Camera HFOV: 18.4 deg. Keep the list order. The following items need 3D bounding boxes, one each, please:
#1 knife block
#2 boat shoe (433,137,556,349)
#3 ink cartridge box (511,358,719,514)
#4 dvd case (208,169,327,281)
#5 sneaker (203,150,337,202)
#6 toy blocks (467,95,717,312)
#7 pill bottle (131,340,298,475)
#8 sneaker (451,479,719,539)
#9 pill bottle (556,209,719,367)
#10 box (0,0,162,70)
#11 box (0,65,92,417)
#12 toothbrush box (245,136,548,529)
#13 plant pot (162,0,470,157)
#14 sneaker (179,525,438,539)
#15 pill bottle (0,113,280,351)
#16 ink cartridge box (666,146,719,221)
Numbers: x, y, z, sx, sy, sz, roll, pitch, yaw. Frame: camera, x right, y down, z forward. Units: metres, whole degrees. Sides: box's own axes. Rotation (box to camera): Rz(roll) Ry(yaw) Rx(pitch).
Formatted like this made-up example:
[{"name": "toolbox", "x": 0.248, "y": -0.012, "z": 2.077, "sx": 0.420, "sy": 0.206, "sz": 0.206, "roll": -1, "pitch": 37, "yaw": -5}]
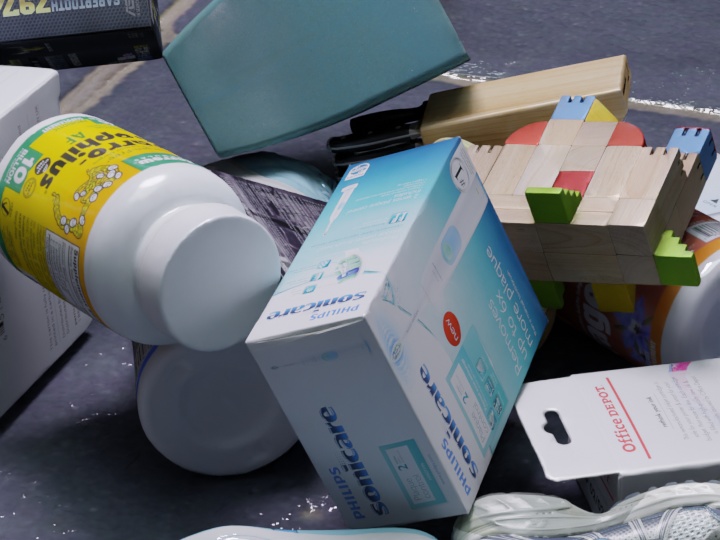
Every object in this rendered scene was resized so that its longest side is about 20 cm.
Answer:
[{"name": "knife block", "x": 0.082, "y": -0.105, "z": 1.651, "sx": 0.175, "sy": 0.200, "sz": 0.064, "roll": 29, "pitch": 31, "yaw": -8}, {"name": "boat shoe", "x": 0.071, "y": -0.022, "z": 1.540, "sx": 0.063, "sy": 0.073, "sz": 0.201, "roll": 5, "pitch": 42, "yaw": -28}, {"name": "ink cartridge box", "x": 0.197, "y": 0.114, "z": 1.367, "sx": 0.199, "sy": 0.068, "sz": 0.115, "roll": -6, "pitch": 29, "yaw": -8}, {"name": "dvd case", "x": 0.000, "y": 0.000, "z": 1.502, "sx": 0.200, "sy": 0.016, "sz": 0.149, "roll": 14, "pitch": 28, "yaw": -40}, {"name": "sneaker", "x": -0.039, "y": -0.046, "z": 1.644, "sx": 0.082, "sy": 0.074, "sz": 0.200, "roll": -23, "pitch": 37, "yaw": -25}, {"name": "toy blocks", "x": 0.142, "y": -0.058, "z": 1.461, "sx": 0.199, "sy": 0.100, "sz": 0.137, "roll": 3, "pitch": 44, "yaw": 29}, {"name": "pill bottle", "x": -0.096, "y": 0.035, "z": 1.469, "sx": 0.113, "sy": 0.114, "sz": 0.200, "roll": -4, "pitch": 31, "yaw": -6}, {"name": "sneaker", "x": 0.152, "y": 0.179, "z": 1.272, "sx": 0.199, "sy": 0.078, "sz": 0.087, "roll": -6, "pitch": 42, "yaw": 6}, {"name": "pill bottle", "x": 0.186, "y": -0.002, "z": 1.524, "sx": 0.112, "sy": 0.113, "sz": 0.200, "roll": -21, "pitch": 35, "yaw": -31}, {"name": "box", "x": -0.223, "y": -0.175, "z": 1.581, "sx": 0.157, "sy": 0.051, "sz": 0.200, "roll": -6, "pitch": -1, "yaw": -4}, {"name": "box", "x": -0.286, "y": -0.012, "z": 1.464, "sx": 0.130, "sy": 0.200, "sz": 0.200, "roll": 8, "pitch": 30, "yaw": 20}, {"name": "toothbrush box", "x": 0.027, "y": 0.037, "z": 1.341, "sx": 0.085, "sy": 0.147, "sz": 0.200, "roll": -13, "pitch": 27, "yaw": 29}, {"name": "plant pot", "x": -0.037, "y": -0.171, "z": 1.668, "sx": 0.200, "sy": 0.142, "sz": 0.141, "roll": -30, "pitch": 3, "yaw": 5}, {"name": "sneaker", "x": -0.035, "y": 0.203, "z": 1.214, "sx": 0.199, "sy": 0.080, "sz": 0.131, "roll": -7, "pitch": 29, "yaw": -8}, {"name": "pill bottle", "x": -0.137, "y": -0.020, "z": 1.358, "sx": 0.112, "sy": 0.113, "sz": 0.200, "roll": -20, "pitch": 28, "yaw": -29}, {"name": "ink cartridge box", "x": 0.305, "y": -0.058, "z": 1.612, "sx": 0.200, "sy": 0.047, "sz": 0.160, "roll": -27, "pitch": 39, "yaw": -34}]
